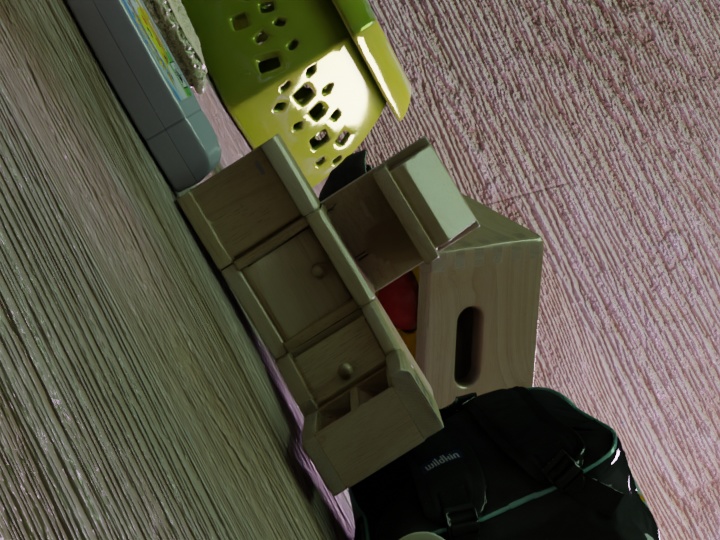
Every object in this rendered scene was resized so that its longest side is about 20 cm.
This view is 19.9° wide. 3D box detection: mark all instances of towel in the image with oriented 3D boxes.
[{"bbox_3d":[-0.187,-0.256,1.742,0.201,0.036,0.149,59,4,-41],"label":"towel"}]

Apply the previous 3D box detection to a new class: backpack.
[{"bbox_3d":[0.085,0.160,1.283,0.154,0.175,0.200,66,-6,-21],"label":"backpack"}]

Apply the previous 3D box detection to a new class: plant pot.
[{"bbox_3d":[-0.064,-0.231,2.184,0.200,0.180,0.200,63,3,33],"label":"plant pot"}]

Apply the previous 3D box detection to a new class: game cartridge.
[{"bbox_3d":[-0.155,-0.150,1.389,0.201,0.040,0.133,61,7,-7],"label":"game cartridge"}]

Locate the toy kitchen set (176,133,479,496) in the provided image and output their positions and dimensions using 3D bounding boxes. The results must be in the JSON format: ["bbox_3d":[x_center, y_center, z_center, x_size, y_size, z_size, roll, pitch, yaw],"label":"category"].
[{"bbox_3d":[0.000,0.000,1.292,0.201,0.162,0.180,58,2,-4],"label":"toy kitchen set"}]

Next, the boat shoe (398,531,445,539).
[{"bbox_3d":[0.060,0.241,1.158,0.061,0.071,0.203,-58,127,-88],"label":"boat shoe"}]

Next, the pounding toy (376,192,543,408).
[{"bbox_3d":[0.041,0.059,1.566,0.184,0.141,0.202,33,-55,56],"label":"pounding toy"}]

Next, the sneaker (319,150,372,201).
[{"bbox_3d":[0.001,0.002,1.768,0.201,0.104,0.060,63,3,29],"label":"sneaker"}]
